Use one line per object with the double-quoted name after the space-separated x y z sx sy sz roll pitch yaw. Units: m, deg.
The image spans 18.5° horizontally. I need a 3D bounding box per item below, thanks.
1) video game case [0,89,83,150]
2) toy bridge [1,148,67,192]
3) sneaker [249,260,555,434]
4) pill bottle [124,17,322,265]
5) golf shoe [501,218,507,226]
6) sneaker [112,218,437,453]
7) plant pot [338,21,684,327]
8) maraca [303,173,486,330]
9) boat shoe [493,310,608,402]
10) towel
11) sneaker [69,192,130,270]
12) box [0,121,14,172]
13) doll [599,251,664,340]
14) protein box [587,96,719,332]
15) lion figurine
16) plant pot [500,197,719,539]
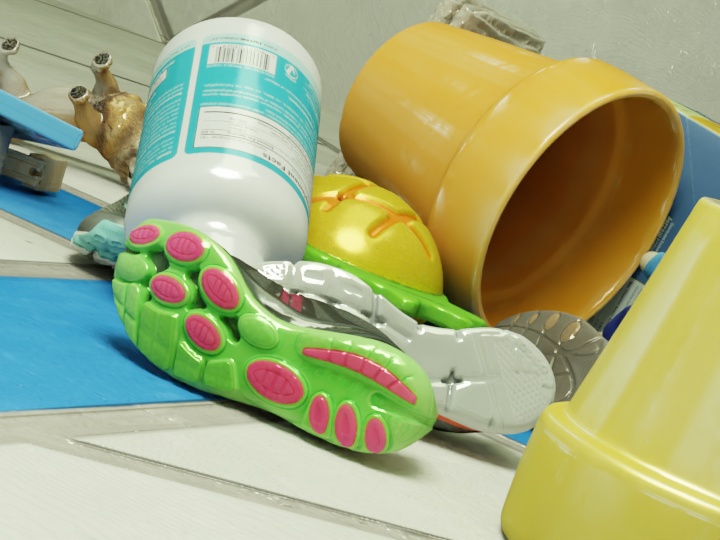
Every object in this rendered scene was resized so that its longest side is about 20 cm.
-0.296 -0.130 1.615 0.143 0.018 0.200 27 -5 -26 "video game case"
-0.317 -0.105 1.645 0.200 0.027 0.067 23 8 21 "toy bridge"
0.007 0.057 1.262 0.200 0.077 0.082 20 -20 -10 "sneaker"
-0.084 -0.055 1.347 0.111 0.111 0.200 19 43 -12 "pill bottle"
0.125 -0.059 1.677 0.088 0.200 0.077 16 -33 38 "golf shoe"
-0.048 0.041 1.176 0.200 0.077 0.084 32 2 16 "sneaker"
0.090 -0.078 1.534 0.183 0.200 0.200 38 16 34 "plant pot"
0.000 0.000 1.417 0.137 0.107 0.200 16 9 -33 "maraca"
0.150 0.084 1.407 0.200 0.076 0.072 24 -25 48 "boat shoe"
0.051 -0.112 1.665 0.034 0.200 0.132 43 14 31 "towel"
-0.127 -0.042 1.450 0.077 0.091 0.200 21 7 11 "sneaker"
-0.364 -0.117 1.527 0.200 0.048 0.158 23 6 20 "box"
0.203 0.056 1.429 0.048 0.137 0.200 -19 -9 -16 "doll"
0.255 0.004 1.618 0.200 0.199 0.135 34 11 27 "protein box"
-0.249 -0.129 1.824 0.200 0.073 0.123 16 -28 18 "lion figurine"
0.193 0.074 1.080 0.200 0.189 0.201 20 6 -2 "plant pot"
